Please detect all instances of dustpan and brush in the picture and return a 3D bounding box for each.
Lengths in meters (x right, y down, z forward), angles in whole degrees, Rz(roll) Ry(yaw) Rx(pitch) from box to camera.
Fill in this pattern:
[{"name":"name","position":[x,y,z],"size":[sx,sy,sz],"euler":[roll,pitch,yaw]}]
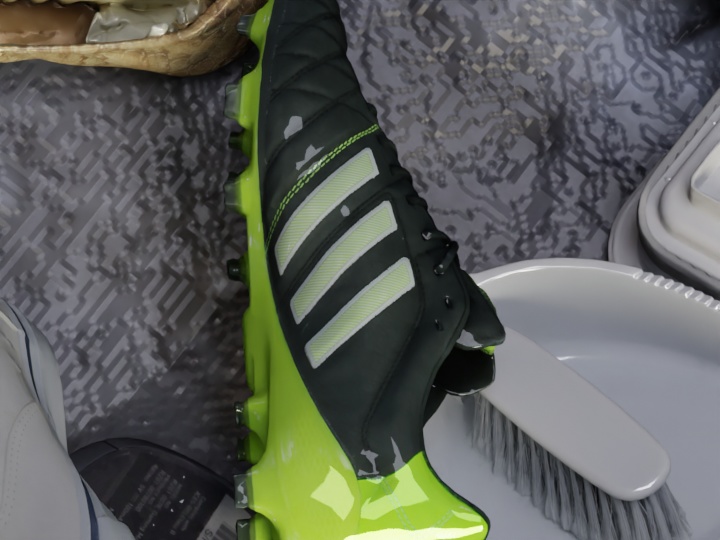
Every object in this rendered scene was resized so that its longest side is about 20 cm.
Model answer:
[{"name":"dustpan and brush","position":[0.043,0.031,0.842],"size":[0.140,0.057,0.200],"euler":[-39,57,-17]}]

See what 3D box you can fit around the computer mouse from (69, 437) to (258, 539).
[{"name":"computer mouse","position":[-0.035,0.150,0.805],"size":[0.200,0.046,0.141],"euler":[34,67,-14]}]

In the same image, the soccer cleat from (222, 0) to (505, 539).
[{"name":"soccer cleat","position":[0.000,0.000,0.814],"size":[0.081,0.068,0.200],"euler":[-2,64,-3]}]

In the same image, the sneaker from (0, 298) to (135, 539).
[{"name":"sneaker","position":[-0.115,0.062,0.741],"size":[0.073,0.200,0.071],"euler":[-47,123,10]}]

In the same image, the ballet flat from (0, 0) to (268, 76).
[{"name":"ballet flat","position":[-0.124,-0.096,0.838],"size":[0.200,0.065,0.071],"euler":[-4,77,-13]}]

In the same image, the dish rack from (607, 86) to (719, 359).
[{"name":"dish rack","position":[0.193,-0.041,0.872],"size":[0.171,0.044,0.200],"euler":[30,67,25]}]
